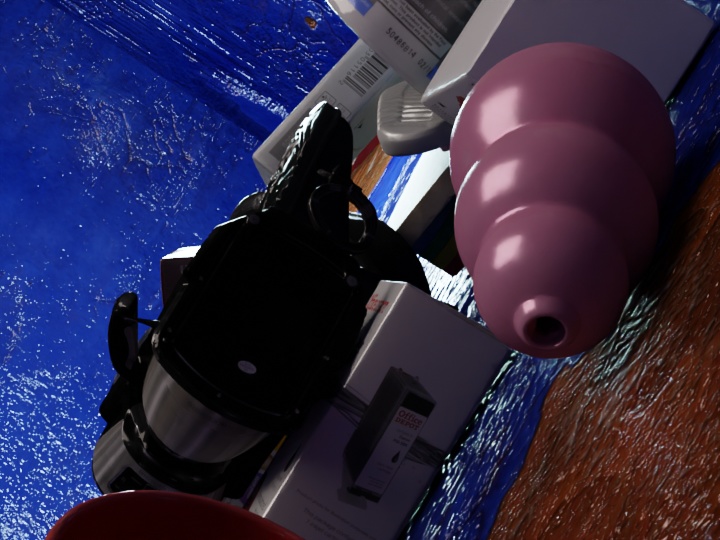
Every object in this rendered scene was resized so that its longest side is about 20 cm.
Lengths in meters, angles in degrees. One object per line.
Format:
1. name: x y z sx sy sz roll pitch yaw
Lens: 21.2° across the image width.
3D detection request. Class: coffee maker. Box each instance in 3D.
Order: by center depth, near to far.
1. coffee maker: -0.077 0.062 1.257 0.192 0.135 0.200 -33 -10 -33

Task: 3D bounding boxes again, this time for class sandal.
1. sandal: 0.051 -0.113 1.465 0.203 0.082 0.050 -54 -43 -66

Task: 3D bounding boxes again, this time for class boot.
1. boot: 0.000 0.000 1.374 0.076 0.167 0.201 -116 50 -76

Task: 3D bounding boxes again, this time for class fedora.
1. fedora: -0.015 0.013 1.515 0.091 0.201 0.201 -31 -12 -38

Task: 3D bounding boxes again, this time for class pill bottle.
1. pill bottle: 0.078 -0.239 1.422 0.200 0.114 0.114 -46 7 8

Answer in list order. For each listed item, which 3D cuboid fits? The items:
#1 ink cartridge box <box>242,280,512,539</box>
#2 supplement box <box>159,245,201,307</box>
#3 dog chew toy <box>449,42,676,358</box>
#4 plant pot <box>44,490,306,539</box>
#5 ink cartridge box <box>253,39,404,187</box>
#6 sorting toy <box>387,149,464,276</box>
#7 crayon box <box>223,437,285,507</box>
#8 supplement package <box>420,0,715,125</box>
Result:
1. ink cartridge box: 0.003 0.109 1.238 0.201 0.083 0.147 -58 5 -3
2. supplement box: -0.066 0.018 1.660 0.110 0.198 0.086 -65 -30 -83
3. dog chew toy: 0.104 -0.032 1.006 0.125 0.124 0.201 -53 15 36
4. plant pot: -0.097 0.240 0.971 0.201 0.199 0.178 -72 5 -68
5. ink cartridge box: -0.006 -0.108 1.620 0.160 0.047 0.200 -49 -18 -7
6. sorting toy: 0.104 -0.098 1.558 0.199 0.069 0.201 -51 9 50
7. crayon box: -0.087 0.184 1.428 0.058 0.118 0.200 -53 8 35
8. supplement package: 0.131 -0.137 1.279 0.120 0.121 0.200 -57 5 -4
